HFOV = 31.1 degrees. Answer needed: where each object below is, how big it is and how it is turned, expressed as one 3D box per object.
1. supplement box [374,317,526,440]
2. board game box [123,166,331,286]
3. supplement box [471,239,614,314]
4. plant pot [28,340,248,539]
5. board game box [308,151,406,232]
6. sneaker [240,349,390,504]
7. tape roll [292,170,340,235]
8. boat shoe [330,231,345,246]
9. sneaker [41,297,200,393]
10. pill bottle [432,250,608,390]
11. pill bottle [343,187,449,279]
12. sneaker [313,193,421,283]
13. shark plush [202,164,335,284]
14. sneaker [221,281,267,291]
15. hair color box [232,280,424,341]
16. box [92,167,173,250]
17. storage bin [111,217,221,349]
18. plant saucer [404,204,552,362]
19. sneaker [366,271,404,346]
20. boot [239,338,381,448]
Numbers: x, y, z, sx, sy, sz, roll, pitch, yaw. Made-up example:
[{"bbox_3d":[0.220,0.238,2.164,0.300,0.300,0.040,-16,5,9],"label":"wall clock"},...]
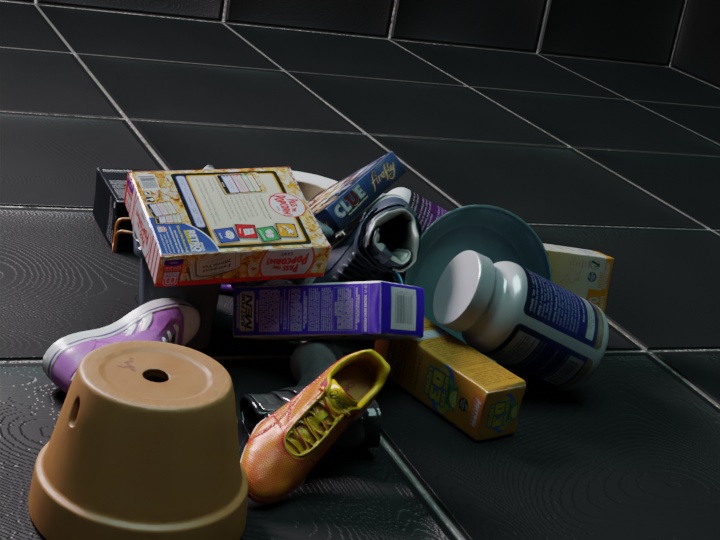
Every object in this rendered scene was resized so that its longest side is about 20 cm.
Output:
[{"bbox_3d":[0.099,0.120,1.504,0.068,0.067,0.199,-7,26,-40],"label":"supplement box"},{"bbox_3d":[-0.151,-0.053,1.459,0.198,0.047,0.152,-3,42,-25],"label":"board game box"},{"bbox_3d":[0.223,0.027,1.712,0.198,0.128,0.074,7,8,-9],"label":"supplement box"},{"bbox_3d":[-0.190,0.155,1.158,0.198,0.141,0.200,10,21,-4],"label":"plant pot"},{"bbox_3d":[-0.041,-0.078,1.693,0.135,0.035,0.199,-43,10,-32],"label":"board game box"},{"bbox_3d":[-0.048,0.145,1.265,0.073,0.077,0.200,41,57,1],"label":"sneaker"},{"bbox_3d":[-0.097,-0.089,1.960,0.200,0.072,0.203,10,20,-4],"label":"tape roll"},{"bbox_3d":[-0.015,-0.020,1.824,0.198,0.064,0.071,1,21,-25],"label":"boat shoe"},{"bbox_3d":[-0.229,0.101,1.397,0.114,0.073,0.200,29,37,33],"label":"sneaker"},{"bbox_3d":[0.191,0.058,1.559,0.199,0.116,0.116,26,12,-25],"label":"pill bottle"},{"bbox_3d":[0.080,-0.039,1.779,0.199,0.113,0.113,29,18,-10],"label":"pill bottle"},{"bbox_3d":[-0.001,-0.001,1.572,0.077,0.203,0.146,35,3,-12],"label":"sneaker"},{"bbox_3d":[-0.112,-0.064,1.546,0.201,0.091,0.083,56,29,13],"label":"shark plush"},{"bbox_3d":[-0.135,-0.014,1.660,0.088,0.081,0.200,-21,-1,-35],"label":"sneaker"},{"bbox_3d":[-0.038,0.049,1.501,0.198,0.066,0.109,-1,-5,30],"label":"hair color box"},{"bbox_3d":[-0.270,-0.087,1.854,0.198,0.080,0.141,1,25,-24],"label":"box"},{"bbox_3d":[-0.228,0.001,1.558,0.144,0.136,0.200,6,20,-13],"label":"storage bin"},{"bbox_3d":[0.145,0.018,1.634,0.198,0.202,0.036,5,1,-15],"label":"plant saucer"},{"bbox_3d":[0.034,0.028,1.694,0.072,0.083,0.200,6,20,-12],"label":"sneaker"},{"bbox_3d":[-0.072,0.133,1.388,0.130,0.071,0.200,-5,20,-24],"label":"boot"}]
